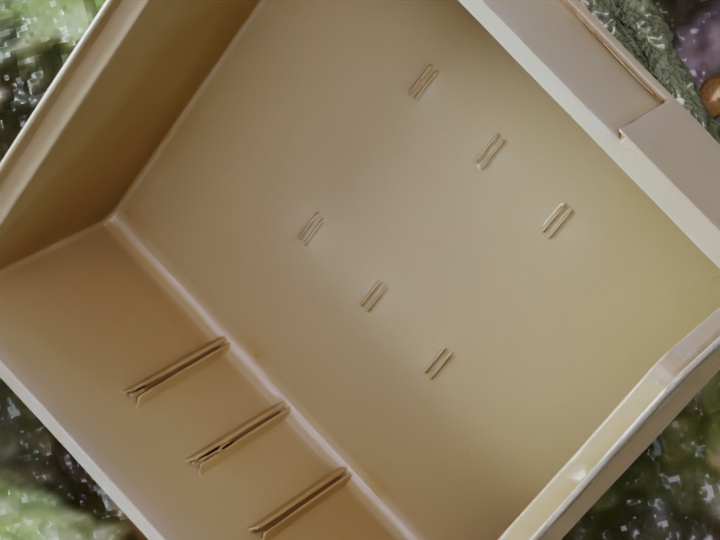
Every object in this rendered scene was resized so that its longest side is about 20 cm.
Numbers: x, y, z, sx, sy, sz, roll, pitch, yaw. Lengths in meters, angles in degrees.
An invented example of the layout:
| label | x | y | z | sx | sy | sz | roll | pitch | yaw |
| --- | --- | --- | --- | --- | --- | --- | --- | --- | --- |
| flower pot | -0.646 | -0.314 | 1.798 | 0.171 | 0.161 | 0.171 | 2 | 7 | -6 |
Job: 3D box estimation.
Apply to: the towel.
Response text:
| label | x | y | z | sx | sy | sz | roll | pitch | yaw |
| --- | --- | --- | --- | --- | --- | --- | --- | --- | --- |
| towel | 0.026 | -0.078 | 0.883 | 0.148 | 0.036 | 0.201 | -32 | 75 | 37 |

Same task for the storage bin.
| label | x | y | z | sx | sy | sz | roll | pitch | yaw |
| --- | --- | --- | --- | --- | --- | --- | --- | --- | --- |
| storage bin | 0.000 | 0.000 | 0.832 | 0.200 | 0.094 | 0.199 | 46 | 126 | 11 |

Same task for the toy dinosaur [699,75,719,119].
| label | x | y | z | sx | sy | sz | roll | pitch | yaw |
| --- | --- | --- | --- | --- | --- | --- | --- | --- | --- |
| toy dinosaur | 0.088 | -0.046 | 0.901 | 0.105 | 0.060 | 0.202 | 7 | 80 | 7 |
